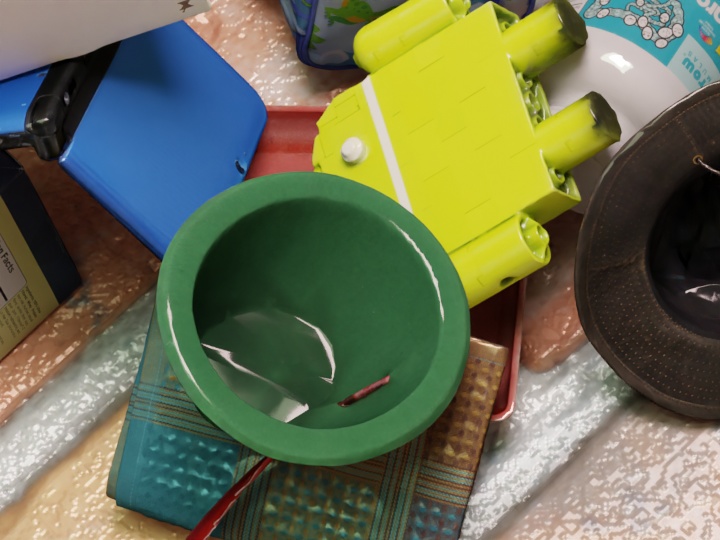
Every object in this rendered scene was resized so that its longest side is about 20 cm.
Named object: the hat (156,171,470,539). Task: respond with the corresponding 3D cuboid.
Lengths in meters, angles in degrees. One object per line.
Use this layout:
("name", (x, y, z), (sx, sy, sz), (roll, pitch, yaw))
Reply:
("hat", (-0.057, 0.065, 1.519), (0.199, 0.176, 0.166), (-25, 74, -28))

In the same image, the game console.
("game console", (-0.162, -0.080, 1.558), (0.169, 0.119, 0.200), (-7, 30, 15))

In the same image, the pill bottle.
("pill bottle", (0.166, -0.128, 1.590), (0.110, 0.111, 0.200), (24, 64, 22))

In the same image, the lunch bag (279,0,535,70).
("lunch bag", (0.036, -0.205, 1.605), (0.160, 0.200, 0.083), (-11, 59, -16))

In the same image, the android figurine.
("android figurine", (0.046, -0.065, 1.540), (0.199, 0.041, 0.183), (-28, 64, 26))

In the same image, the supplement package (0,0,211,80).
("supplement package", (-0.185, -0.231, 1.464), (0.151, 0.151, 0.201), (-18, 64, -2))

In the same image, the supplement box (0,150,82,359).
("supplement box", (-0.307, -0.014, 1.606), (0.200, 0.134, 0.200), (-43, 63, -14))

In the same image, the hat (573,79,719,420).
("hat", (0.205, -0.024, 1.537), (0.199, 0.202, 0.081), (-20, 20, -1))

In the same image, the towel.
("towel", (-0.031, 0.084, 1.531), (0.199, 0.022, 0.148), (15, 89, 11))

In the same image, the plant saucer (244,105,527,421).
("plant saucer", (0.000, 0.000, 1.599), (0.198, 0.037, 0.201), (1, 62, 11))
